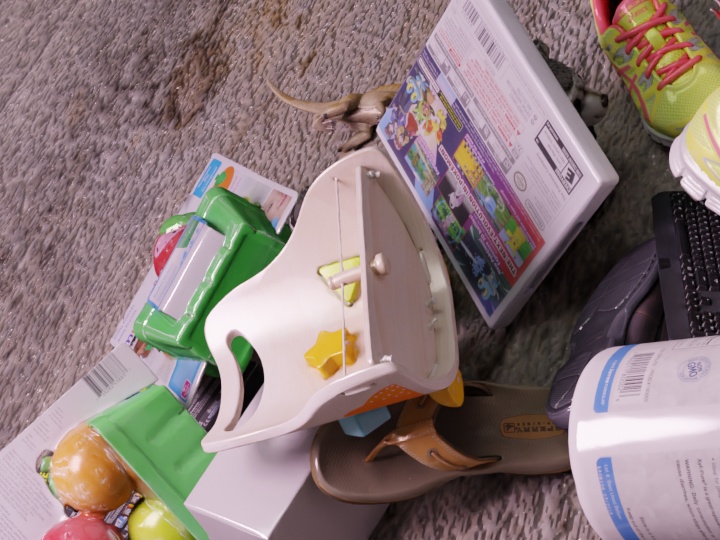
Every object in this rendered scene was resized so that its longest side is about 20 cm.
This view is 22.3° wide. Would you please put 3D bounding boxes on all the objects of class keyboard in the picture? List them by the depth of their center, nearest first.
[{"bbox_3d":[0.255,-0.010,1.235,0.104,0.040,0.200,6,33,0],"label":"keyboard"}]

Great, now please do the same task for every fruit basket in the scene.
[{"bbox_3d":[-0.185,0.185,1.330,0.200,0.185,0.094,-43,8,-8],"label":"fruit basket"},{"bbox_3d":[-0.132,0.000,1.445,0.185,0.094,0.200,-61,33,1],"label":"fruit basket"}]

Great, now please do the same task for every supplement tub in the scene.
[{"bbox_3d":[0.239,0.102,1.101,0.200,0.132,0.132,-7,47,34],"label":"supplement tub"}]

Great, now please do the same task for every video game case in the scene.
[{"bbox_3d":[0.095,-0.087,1.350,0.200,0.023,0.182,61,143,24],"label":"video game case"}]

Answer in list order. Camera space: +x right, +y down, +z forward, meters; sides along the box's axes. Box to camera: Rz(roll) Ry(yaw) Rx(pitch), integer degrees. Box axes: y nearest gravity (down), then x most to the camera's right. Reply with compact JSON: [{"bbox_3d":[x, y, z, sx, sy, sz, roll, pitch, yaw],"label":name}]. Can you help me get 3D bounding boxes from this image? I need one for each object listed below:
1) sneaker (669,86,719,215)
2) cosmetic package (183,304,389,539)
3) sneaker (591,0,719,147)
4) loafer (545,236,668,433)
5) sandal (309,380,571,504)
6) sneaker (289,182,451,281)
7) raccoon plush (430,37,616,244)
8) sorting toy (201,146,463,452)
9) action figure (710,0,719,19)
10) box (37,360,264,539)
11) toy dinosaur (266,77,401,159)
[{"bbox_3d":[0.290,-0.050,1.191,0.200,0.090,0.078,39,52,21],"label":"sneaker"},{"bbox_3d":[-0.025,0.125,1.308,0.085,0.108,0.200,14,62,35],"label":"cosmetic package"},{"bbox_3d":[0.228,-0.168,1.414,0.078,0.090,0.200,-35,38,2],"label":"sneaker"},{"bbox_3d":[0.184,0.055,1.261,0.072,0.063,0.200,-32,16,41],"label":"loafer"},{"bbox_3d":[0.065,0.109,1.231,0.200,0.054,0.080,-5,72,-4],"label":"sandal"},{"bbox_3d":[0.000,0.000,1.365,0.078,0.200,0.085,39,90,33],"label":"sneaker"},{"bbox_3d":[0.103,-0.086,1.404,0.200,0.134,0.097,-27,39,13],"label":"raccoon plush"},{"bbox_3d":[-0.033,0.047,1.233,0.180,0.107,0.200,-24,43,21],"label":"sorting toy"},{"bbox_3d":[0.324,-0.218,1.399,0.065,0.099,0.200,-11,47,33],"label":"action figure"},{"bbox_3d":[-0.175,0.150,1.463,0.160,0.044,0.200,9,57,45],"label":"box"},{"bbox_3d":[-0.003,-0.140,1.631,0.200,0.058,0.101,-5,33,26],"label":"toy dinosaur"}]
